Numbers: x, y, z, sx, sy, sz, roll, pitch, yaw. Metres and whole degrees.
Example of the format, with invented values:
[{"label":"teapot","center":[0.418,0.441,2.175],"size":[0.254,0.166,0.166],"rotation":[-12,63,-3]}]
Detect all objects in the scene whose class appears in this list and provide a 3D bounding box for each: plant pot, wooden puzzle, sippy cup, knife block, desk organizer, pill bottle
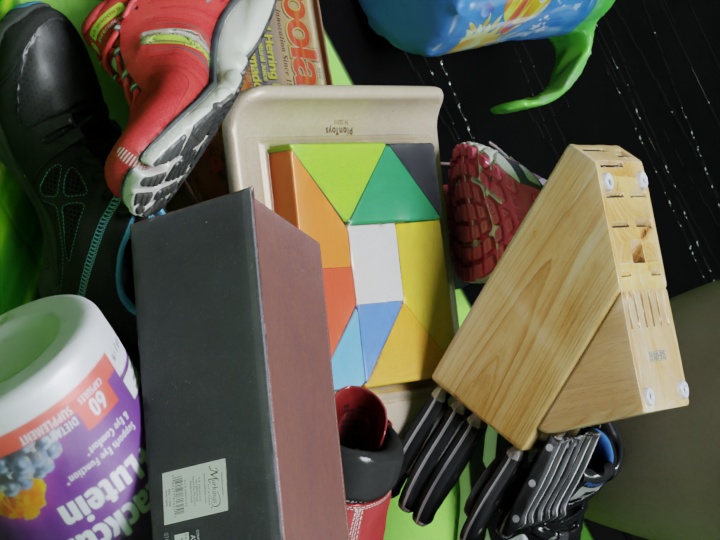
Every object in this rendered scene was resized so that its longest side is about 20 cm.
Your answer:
[{"label":"plant pot","center":[0.201,0.094,1.757],"size":[0.187,0.200,0.188],"rotation":[12,74,-49]},{"label":"wooden puzzle","center":[0.000,0.000,1.554],"size":[0.185,0.037,0.201],"rotation":[-5,92,-53]},{"label":"sippy cup","center":[0.069,-0.190,1.718],"size":[0.130,0.140,0.178],"rotation":[-26,64,-38]},{"label":"knife block","center":[0.082,0.044,1.567],"size":[0.064,0.175,0.200],"rotation":[-3,82,-61]},{"label":"desk organizer","center":[-0.057,0.070,1.407],"size":[0.077,0.072,0.200],"rotation":[34,44,-56]},{"label":"pill bottle","center":[-0.132,0.122,1.433],"size":[0.111,0.111,0.200],"rotation":[-51,121,-41]}]

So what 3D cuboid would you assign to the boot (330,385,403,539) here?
[{"label":"boot","center":[-0.010,0.130,1.521],"size":[0.200,0.072,0.145],"rotation":[-124,-135,-87]}]

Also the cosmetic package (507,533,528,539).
[{"label":"cosmetic package","center":[0.091,0.266,1.663],"size":[0.071,0.101,0.200],"rotation":[-96,163,-70]}]

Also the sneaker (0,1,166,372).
[{"label":"sneaker","center":[-0.134,-0.044,1.483],"size":[0.073,0.082,0.200],"rotation":[-21,98,-47]}]

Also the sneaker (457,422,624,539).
[{"label":"sneaker","center":[0.111,0.152,1.703],"size":[0.073,0.112,0.200],"rotation":[-5,84,-33]}]

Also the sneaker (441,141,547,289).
[{"label":"sneaker","center":[0.087,-0.033,1.657],"size":[0.200,0.074,0.081],"rotation":[148,-63,-85]}]

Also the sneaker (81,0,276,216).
[{"label":"sneaker","center":[-0.107,-0.099,1.465],"size":[0.085,0.077,0.200],"rotation":[29,32,-8]}]

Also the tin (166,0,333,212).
[{"label":"tin","center":[-0.070,-0.107,1.577],"size":[0.112,0.042,0.200],"rotation":[-3,78,-31]}]
